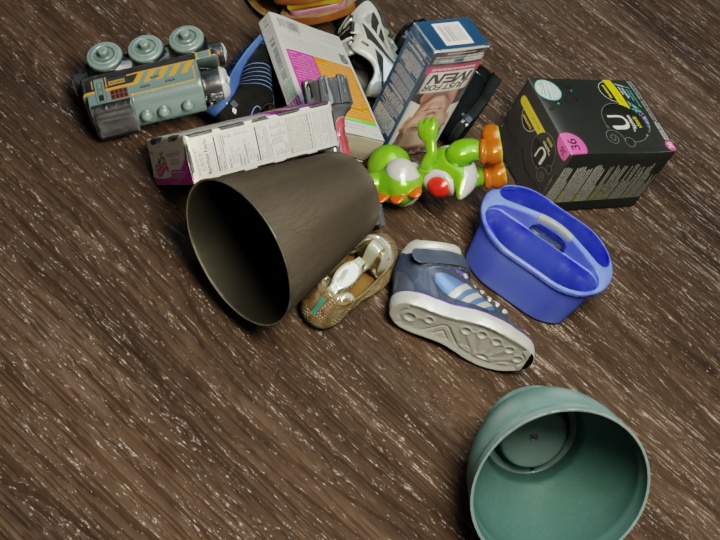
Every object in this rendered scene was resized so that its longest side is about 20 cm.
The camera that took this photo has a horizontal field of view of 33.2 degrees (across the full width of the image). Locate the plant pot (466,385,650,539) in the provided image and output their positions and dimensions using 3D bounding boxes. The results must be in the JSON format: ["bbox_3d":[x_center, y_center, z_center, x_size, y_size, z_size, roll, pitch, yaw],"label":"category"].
[{"bbox_3d":[0.205,0.211,1.344,0.198,0.202,0.134,16,20,-14],"label":"plant pot"}]

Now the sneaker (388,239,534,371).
[{"bbox_3d":[0.135,0.029,1.520,0.198,0.081,0.147,22,48,-5],"label":"sneaker"}]

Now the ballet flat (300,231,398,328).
[{"bbox_3d":[0.000,0.000,1.486,0.070,0.065,0.200,38,45,3],"label":"ballet flat"}]

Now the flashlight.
[{"bbox_3d":[-0.019,-0.146,1.540,0.068,0.067,0.203,-3,82,-71],"label":"flashlight"}]

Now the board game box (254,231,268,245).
[{"bbox_3d":[-0.118,-0.076,1.506,0.156,0.039,0.202,3,51,-26],"label":"board game box"}]

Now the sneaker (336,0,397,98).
[{"bbox_3d":[-0.004,-0.331,1.760,0.088,0.074,0.201,-10,57,-35],"label":"sneaker"}]

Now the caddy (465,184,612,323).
[{"bbox_3d":[0.238,-0.028,1.603,0.199,0.105,0.142,34,44,4],"label":"caddy"}]

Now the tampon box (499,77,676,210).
[{"bbox_3d":[0.325,-0.185,1.769,0.198,0.127,0.151,-5,54,-30],"label":"tampon box"}]

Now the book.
[{"bbox_3d":[-0.056,-0.254,1.647,0.133,0.048,0.202,12,49,-44],"label":"book"}]

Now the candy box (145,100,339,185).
[{"bbox_3d":[-0.144,-0.155,1.473,0.198,0.136,0.062,-17,101,-26],"label":"candy box"}]

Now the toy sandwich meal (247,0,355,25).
[{"bbox_3d":[-0.084,-0.436,1.768,0.202,0.071,0.207,-2,54,3],"label":"toy sandwich meal"}]

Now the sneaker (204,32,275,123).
[{"bbox_3d":[-0.148,-0.243,1.623,0.078,0.070,0.201,42,38,-17],"label":"sneaker"}]

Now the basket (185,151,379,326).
[{"bbox_3d":[-0.079,-0.057,1.412,0.199,0.136,0.181,-33,91,-46],"label":"basket"}]

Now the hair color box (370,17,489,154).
[{"bbox_3d":[0.086,-0.245,1.644,0.099,0.201,0.061,-13,58,-34],"label":"hair color box"}]

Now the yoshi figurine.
[{"bbox_3d":[0.089,-0.143,1.609,0.197,0.112,0.114,-12,93,3],"label":"yoshi figurine"}]

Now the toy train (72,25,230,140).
[{"bbox_3d":[-0.258,-0.232,1.510,0.197,0.086,0.115,-13,57,-7],"label":"toy train"}]

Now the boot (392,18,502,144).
[{"bbox_3d":[0.110,-0.280,1.771,0.167,0.077,0.201,35,38,-1],"label":"boot"}]
